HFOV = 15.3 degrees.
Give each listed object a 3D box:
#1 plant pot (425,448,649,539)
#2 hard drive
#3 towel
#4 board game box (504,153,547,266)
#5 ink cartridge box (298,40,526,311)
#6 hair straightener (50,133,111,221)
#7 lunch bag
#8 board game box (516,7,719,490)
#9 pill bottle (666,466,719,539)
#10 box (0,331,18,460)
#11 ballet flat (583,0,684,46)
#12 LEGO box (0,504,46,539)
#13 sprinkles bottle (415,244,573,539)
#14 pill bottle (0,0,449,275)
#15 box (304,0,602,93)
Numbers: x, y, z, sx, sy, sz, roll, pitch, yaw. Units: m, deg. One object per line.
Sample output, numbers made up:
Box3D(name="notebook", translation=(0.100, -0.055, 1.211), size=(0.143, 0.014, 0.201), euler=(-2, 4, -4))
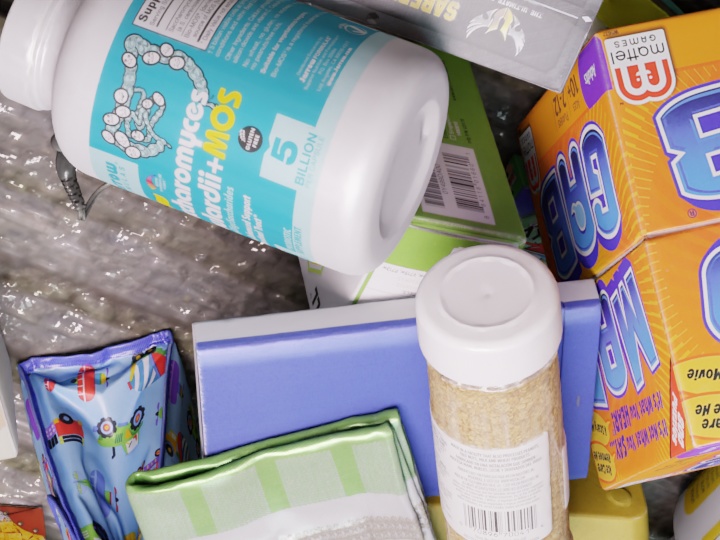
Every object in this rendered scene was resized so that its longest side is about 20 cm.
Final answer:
Box3D(name="plant pot", translation=(0.064, 0.142, 1.513), size=(0.199, 0.201, 0.177), euler=(5, 132, -13))
Box3D(name="hard drive", translation=(0.018, 0.067, 1.350), size=(0.199, 0.025, 0.132), euler=(-6, 136, -6))
Box3D(name="towel", translation=(-0.026, 0.167, 1.382), size=(0.148, 0.031, 0.201), euler=(-16, 128, 2))
Box3D(name="board game box", translation=(0.140, 0.013, 1.537), size=(0.199, 0.029, 0.135), euler=(15, 129, -26))
Box3D(name="ink cartridge box", translation=(0.000, 0.000, 1.402), size=(0.075, 0.148, 0.201), euler=(10, 131, -23))
Box3D(name="hair straightener", translation=(-0.098, -0.102, 1.351), size=(0.077, 0.041, 0.201), euler=(11, 125, -24))
Box3D(name="lunch bag", translation=(-0.123, 0.162, 1.493), size=(0.093, 0.201, 0.151), euler=(-12, 135, -3))
Box3D(name="board game box", translation=(0.211, -0.018, 1.338), size=(0.199, 0.201, 0.200), euler=(-11, 171, -9))
Box3D(name="pill bottle", translation=(0.261, 0.148, 1.640), size=(0.111, 0.112, 0.200), euler=(19, 127, -29))
Box3D(name="box", translation=(-0.291, 0.063, 1.442), size=(0.199, 0.078, 0.095), euler=(-12, 135, -2))
Box3D(name="ballet flat", translation=(0.090, -0.144, 1.337), size=(0.200, 0.067, 0.067), euler=(39, 78, -35))
Box3D(name="LEGO box", translation=(-0.238, 0.258, 1.596), size=(0.077, 0.149, 0.201), euler=(5, 133, -18))
Box3D(name="sprinkles bottle", translation=(0.067, 0.079, 1.304), size=(0.068, 0.068, 0.201), euler=(-11, 136, -3))
Box3D(name="pill bottle", translation=(-0.067, -0.080, 1.252), size=(0.199, 0.111, 0.111), euler=(21, 136, 15))
Box3D(name="box", translation=(0.032, -0.189, 1.237), size=(0.199, 0.048, 0.159), euler=(18, 115, -9))
